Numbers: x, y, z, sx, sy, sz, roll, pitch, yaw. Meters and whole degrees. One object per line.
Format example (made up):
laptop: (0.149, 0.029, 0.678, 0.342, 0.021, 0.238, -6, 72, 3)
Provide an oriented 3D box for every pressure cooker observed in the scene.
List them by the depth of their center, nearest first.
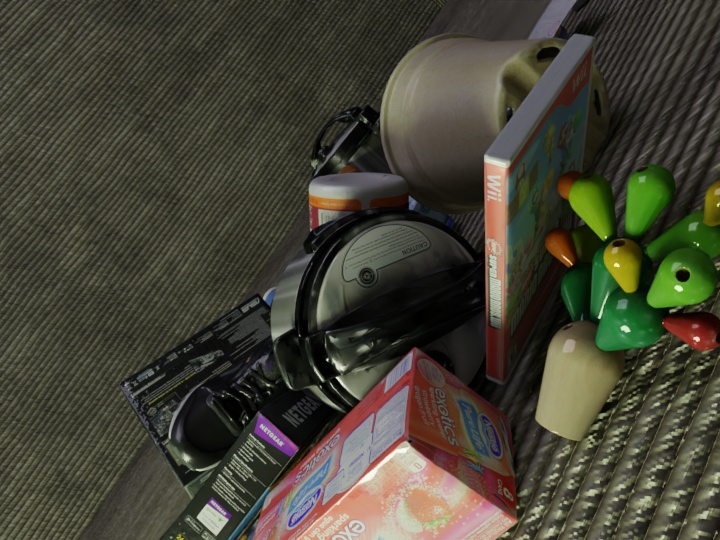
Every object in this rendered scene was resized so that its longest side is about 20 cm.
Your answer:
pressure cooker: (0.022, 0.040, 0.624, 0.178, 0.177, 0.200, -66, 13, -10)
pressure cooker: (0.012, -0.181, 1.256, 0.177, 0.199, 0.179, -51, 7, 2)

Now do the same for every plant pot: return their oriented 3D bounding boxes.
plant pot: (0.147, -0.155, 0.749, 0.202, 0.200, 0.183, -55, 23, -8)

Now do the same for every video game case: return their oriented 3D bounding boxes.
video game case: (0.122, -0.035, 0.500, 0.143, 0.017, 0.202, -51, -33, -34)

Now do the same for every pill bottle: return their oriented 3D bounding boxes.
pill bottle: (0.000, 0.000, 0.796, 0.110, 0.108, 0.203, -102, 10, -75)

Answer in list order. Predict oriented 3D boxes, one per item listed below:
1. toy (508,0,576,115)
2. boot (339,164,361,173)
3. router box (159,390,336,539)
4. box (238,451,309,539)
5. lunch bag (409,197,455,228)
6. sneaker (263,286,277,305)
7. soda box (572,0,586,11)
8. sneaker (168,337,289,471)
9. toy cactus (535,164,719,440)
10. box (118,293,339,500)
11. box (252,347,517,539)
toy: (0.251, -0.293, 1.028, 0.201, 0.047, 0.115, -55, 14, 12)
boot: (-0.018, -0.057, 1.138, 0.156, 0.076, 0.203, -120, 33, -59)
router box: (-0.097, 0.187, 0.688, 0.150, 0.051, 0.200, -53, -6, 5)
box: (-0.096, 0.292, 0.716, 0.201, 0.040, 0.137, -53, 11, 4)
lunch bag: (0.036, -0.011, 0.976, 0.201, 0.082, 0.161, -54, 10, -1)
sneaker: (-0.139, 0.129, 1.186, 0.111, 0.076, 0.203, -175, 98, -71)
soda box: (0.364, -0.477, 1.055, 0.200, 0.068, 0.064, -40, 19, 52)
sneaker: (-0.108, 0.111, 0.727, 0.200, 0.076, 0.088, -42, -4, -47)
toy cactus: (0.155, 0.020, 0.437, 0.200, 0.101, 0.167, -125, 53, -76)
box: (-0.151, 0.151, 0.857, 0.199, 0.164, 0.087, -34, -34, -20)
box: (0.010, 0.168, 0.515, 0.200, 0.094, 0.103, -49, 12, 25)
